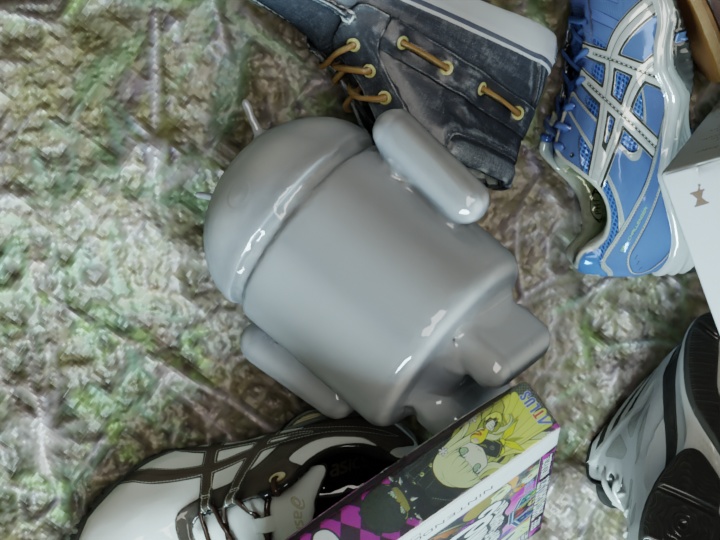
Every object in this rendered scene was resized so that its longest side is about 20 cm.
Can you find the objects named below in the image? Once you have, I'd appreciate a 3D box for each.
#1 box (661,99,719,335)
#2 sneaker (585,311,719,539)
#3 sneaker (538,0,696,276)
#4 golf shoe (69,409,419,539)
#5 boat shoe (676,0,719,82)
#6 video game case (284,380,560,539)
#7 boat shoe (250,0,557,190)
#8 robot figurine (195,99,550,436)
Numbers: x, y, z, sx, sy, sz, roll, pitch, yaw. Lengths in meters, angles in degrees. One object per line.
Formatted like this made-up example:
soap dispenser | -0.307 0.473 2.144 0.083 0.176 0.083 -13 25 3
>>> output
box | 0.261 -0.049 1.274 0.152 0.200 0.107 -16 102 25
sneaker | 0.167 0.131 1.318 0.075 0.115 0.201 24 55 -11
sneaker | 0.136 -0.091 1.324 0.077 0.076 0.201 -13 93 -12
golf shoe | -0.060 0.124 1.280 0.199 0.094 0.078 -25 102 -11
boat shoe | 0.168 -0.202 1.326 0.070 0.070 0.201 -31 102 -10
video game case | 0.017 0.145 1.254 0.181 0.200 0.036 -33 73 -11
boat shoe | 0.006 -0.111 1.283 0.199 0.071 0.091 19 81 -17
robot figurine | 0.000 0.000 1.258 0.200 0.113 0.170 41 117 11
